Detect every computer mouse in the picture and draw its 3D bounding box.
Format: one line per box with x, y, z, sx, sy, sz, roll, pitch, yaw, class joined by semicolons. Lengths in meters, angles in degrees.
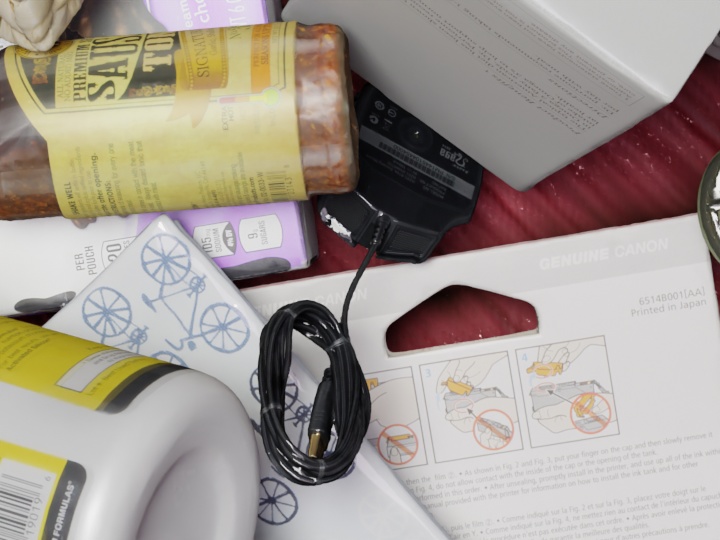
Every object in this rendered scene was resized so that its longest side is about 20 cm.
0.000;0.000;0.907;0.058;0.201;0.034;30;139;-10;computer mouse

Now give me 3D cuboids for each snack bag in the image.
-0.081;0.108;0.927;0.200;0.021;0.189;-39;96;17;snack bag

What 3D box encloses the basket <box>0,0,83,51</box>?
-0.142;-0.214;0.832;0.160;0.199;0.201;25;66;19;basket

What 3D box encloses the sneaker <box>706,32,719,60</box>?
0.217;-0.107;0.910;0.198;0.087;0.074;-2;93;3;sneaker

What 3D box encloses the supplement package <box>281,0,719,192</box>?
0.063;-0.118;0.850;0.117;0.200;0.118;35;79;-6;supplement package

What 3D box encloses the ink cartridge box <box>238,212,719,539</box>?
0.049;0.079;0.955;0.198;0.045;0.178;-9;94;4;ink cartridge box

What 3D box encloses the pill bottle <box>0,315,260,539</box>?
-0.142;0.068;0.848;0.199;0.112;0.113;14;95;25;pill bottle

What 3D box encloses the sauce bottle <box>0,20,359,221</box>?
-0.100;-0.050;0.877;0.198;0.066;0.067;-5;93;1;sauce bottle

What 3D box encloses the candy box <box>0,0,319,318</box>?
-0.126;-0.069;0.946;0.198;0.072;0.169;-9;93;4;candy box

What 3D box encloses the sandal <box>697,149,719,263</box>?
0.223;-0.032;0.929;0.199;0.057;0.081;-2;83;-2;sandal
